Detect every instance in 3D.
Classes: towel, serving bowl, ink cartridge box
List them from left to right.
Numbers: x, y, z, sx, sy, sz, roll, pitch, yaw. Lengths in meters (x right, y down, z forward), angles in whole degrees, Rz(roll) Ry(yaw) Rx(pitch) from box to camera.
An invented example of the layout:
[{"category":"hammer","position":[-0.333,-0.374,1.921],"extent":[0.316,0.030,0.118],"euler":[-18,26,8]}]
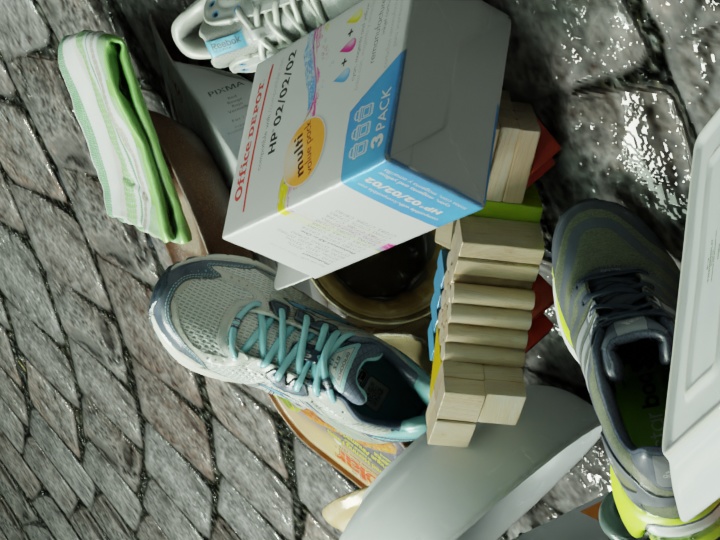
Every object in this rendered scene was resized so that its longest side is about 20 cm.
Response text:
[{"category":"towel","position":[-0.170,-0.094,1.220],"extent":[0.200,0.031,0.149],"euler":[-157,46,-72]},{"category":"ink cartridge box","position":[-0.086,-0.074,1.242],"extent":[0.200,0.050,0.162],"euler":[-120,15,-45]},{"category":"ink cartridge box","position":[-0.010,-0.070,0.961],"extent":[0.068,0.115,0.200],"euler":[23,154,-28]},{"category":"serving bowl","position":[0.054,0.134,1.053],"extent":[0.066,0.200,0.200],"euler":[48,154,13]}]

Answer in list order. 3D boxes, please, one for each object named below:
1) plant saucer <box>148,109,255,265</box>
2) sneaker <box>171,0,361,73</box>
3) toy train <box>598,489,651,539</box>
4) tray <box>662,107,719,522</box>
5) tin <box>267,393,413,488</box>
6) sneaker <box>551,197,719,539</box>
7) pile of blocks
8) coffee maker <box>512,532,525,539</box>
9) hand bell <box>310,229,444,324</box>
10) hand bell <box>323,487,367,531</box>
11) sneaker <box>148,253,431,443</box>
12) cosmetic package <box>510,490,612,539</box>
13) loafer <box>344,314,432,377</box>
[{"category":"plant saucer","position":[-0.109,-0.025,1.227],"extent":[0.200,0.037,0.201],"euler":[158,90,-78]},{"category":"sneaker","position":[-0.044,-0.144,1.021],"extent":[0.200,0.087,0.075],"euler":[3,122,57]},{"category":"toy train","position":[0.177,0.151,0.882],"extent":[0.114,0.200,0.085],"euler":[12,131,35]},{"category":"tray","position":[0.158,-0.003,0.745],"extent":[0.022,0.200,0.107],"euler":[15,153,-7]},{"category":"tin","position":[-0.001,0.115,1.317],"extent":[0.200,0.042,0.112],"euler":[35,145,35]},{"category":"sneaker","position":[0.139,0.036,0.863],"extent":[0.081,0.074,0.200],"euler":[68,-175,-51]},{"category":"pile of blocks","position":[0.077,-0.002,0.968],"extent":[0.082,0.062,0.200],"euler":[-131,48,-78]},{"category":"coffee maker","position":[0.156,0.272,1.123],"extent":[0.192,0.135,0.200],"euler":[57,154,-3]},{"category":"hand bell","position":[0.000,0.000,1.144],"extent":[0.104,0.104,0.200],"euler":[53,166,4]},{"category":"hand bell","position":[0.048,0.244,1.166],"extent":[0.104,0.104,0.200],"euler":[123,136,-63]},{"category":"sneaker","position":[-0.030,0.046,1.051],"extent":[0.200,0.078,0.086],"euler":[25,171,-25]},{"category":"cosmetic package","position":[0.128,0.195,0.991],"extent":[0.101,0.200,0.071],"euler":[24,125,46]},{"category":"loafer","position":[0.025,0.072,1.184],"extent":[0.076,0.067,0.200],"euler":[58,157,-13]}]
